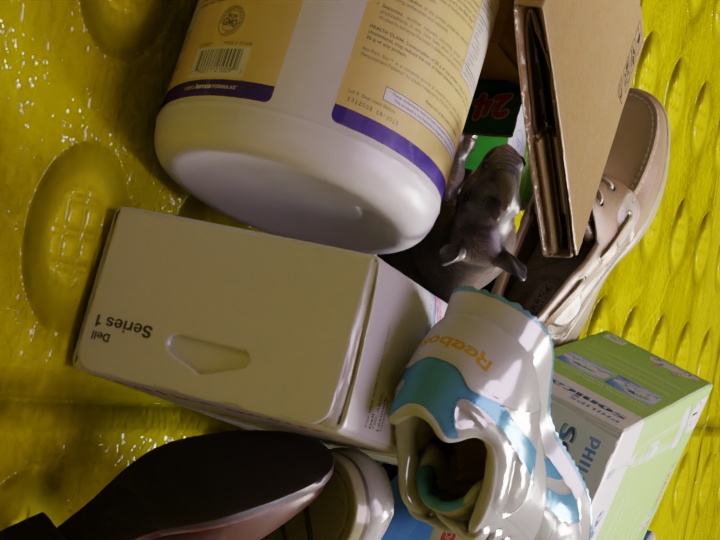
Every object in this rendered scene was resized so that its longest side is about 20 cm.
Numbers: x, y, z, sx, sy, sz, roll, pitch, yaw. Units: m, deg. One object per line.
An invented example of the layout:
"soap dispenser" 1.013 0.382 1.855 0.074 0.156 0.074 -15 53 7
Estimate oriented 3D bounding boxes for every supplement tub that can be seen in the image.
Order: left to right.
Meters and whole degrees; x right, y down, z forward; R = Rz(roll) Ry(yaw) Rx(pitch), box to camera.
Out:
"supplement tub" -0.007 -0.124 0.875 0.145 0.145 0.201 49 56 -62

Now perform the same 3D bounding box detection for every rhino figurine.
"rhino figurine" 0.053 -0.024 0.919 0.200 0.059 0.088 165 -59 -78

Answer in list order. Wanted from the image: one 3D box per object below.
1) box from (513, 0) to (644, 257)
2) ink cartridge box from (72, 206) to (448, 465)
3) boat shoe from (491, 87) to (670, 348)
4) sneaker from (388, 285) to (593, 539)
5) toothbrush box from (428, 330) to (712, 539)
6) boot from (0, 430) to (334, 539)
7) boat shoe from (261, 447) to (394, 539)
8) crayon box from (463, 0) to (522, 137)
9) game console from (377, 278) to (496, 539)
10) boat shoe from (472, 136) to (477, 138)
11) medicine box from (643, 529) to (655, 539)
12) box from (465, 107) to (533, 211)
"box" 0.121 -0.133 0.961 0.200 0.021 0.164 -66 152 -43
"ink cartridge box" -0.029 0.041 0.893 0.200 0.144 0.084 32 70 -65
"boat shoe" 0.141 -0.034 1.120 0.201 0.071 0.065 -65 158 -14
"sneaker" 0.058 0.101 0.859 0.081 0.076 0.201 -51 141 -30
"toothbrush box" 0.129 0.128 1.090 0.200 0.086 0.146 -13 127 -65
"boot" -0.088 0.186 0.846 0.185 0.064 0.201 -18 123 -16
"boat shoe" -0.030 0.144 0.906 0.068 0.200 0.075 4 61 -30
"crayon box" 0.048 -0.175 0.990 0.051 0.126 0.201 42 58 -54
"game console" 0.065 0.118 1.124 0.200 0.118 0.173 -45 163 -56
"boat shoe" 0.074 -0.123 1.029 0.201 0.070 0.072 -50 -167 2
"medicine box" 0.086 0.249 1.205 0.200 0.181 0.103 -43 137 -55
"box" 0.094 -0.147 1.162 0.176 0.096 0.201 -21 118 -64
